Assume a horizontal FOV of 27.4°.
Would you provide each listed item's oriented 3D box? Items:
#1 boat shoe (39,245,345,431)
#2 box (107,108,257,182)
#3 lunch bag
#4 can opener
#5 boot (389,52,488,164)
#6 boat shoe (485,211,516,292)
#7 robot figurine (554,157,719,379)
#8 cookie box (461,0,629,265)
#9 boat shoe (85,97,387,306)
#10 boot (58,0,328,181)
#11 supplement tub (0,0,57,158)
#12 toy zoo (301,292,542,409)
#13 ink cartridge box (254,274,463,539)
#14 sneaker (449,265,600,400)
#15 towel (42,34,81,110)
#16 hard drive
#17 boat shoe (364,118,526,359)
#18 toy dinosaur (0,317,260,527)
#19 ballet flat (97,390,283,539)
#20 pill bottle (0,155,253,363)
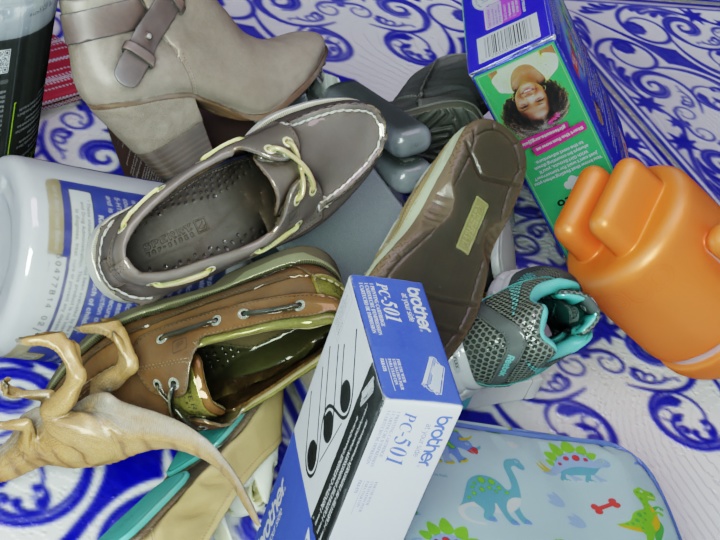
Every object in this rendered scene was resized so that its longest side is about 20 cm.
[{"bbox_3d":[-0.097,0.055,0.837,0.072,0.199,0.068,54,9,-33],"label":"boat shoe"},{"bbox_3d":[-0.115,-0.075,1.085,0.099,0.075,0.201,0,42,-26],"label":"box"},{"bbox_3d":[0.091,0.162,0.855,0.198,0.083,0.161,9,36,-21],"label":"lunch bag"},{"bbox_3d":[-0.017,-0.105,1.060,0.066,0.053,0.200,-20,32,-25],"label":"can opener"},{"bbox_3d":[0.034,-0.131,1.227,0.180,0.073,0.200,-3,25,8],"label":"boot"},{"bbox_3d":[0.087,-0.035,1.127,0.060,0.076,0.200,-6,21,9],"label":"boat shoe"},{"bbox_3d":[0.232,0.002,1.087,0.200,0.144,0.117,39,28,-23],"label":"robot figurine"},{"bbox_3d":[0.154,-0.135,1.193,0.075,0.201,0.172,-22,34,16],"label":"cookie box"},{"bbox_3d":[-0.061,-0.044,0.840,0.199,0.059,0.072,-29,97,-22],"label":"boat shoe"},{"bbox_3d":[-0.111,-0.162,0.999,0.070,0.147,0.200,2,37,41],"label":"boot"},{"bbox_3d":[-0.266,-0.118,0.953,0.122,0.201,0.123,12,34,-8],"label":"supplement tub"},{"bbox_3d":[0.039,0.047,1.041,0.199,0.021,0.131,-6,43,-33],"label":"toy zoo"},{"bbox_3d":[-0.006,0.110,0.778,0.044,0.201,0.094,7,37,-18],"label":"ink cartridge box"},{"bbox_3d":[0.120,0.036,0.971,0.200,0.091,0.078,-26,98,-60],"label":"sneaker"},{"bbox_3d":[-0.313,-0.182,1.171,0.200,0.023,0.144,38,37,20],"label":"towel"},{"bbox_3d":[0.000,0.000,0.952,0.200,0.033,0.140,52,35,-12],"label":"hard drive"},{"bbox_3d":[0.037,0.000,0.907,0.072,0.076,0.201,41,61,-15],"label":"boat shoe"},{"bbox_3d":[-0.138,0.082,0.803,0.198,0.107,0.060,-6,5,22],"label":"toy dinosaur"},{"bbox_3d":[-0.088,0.131,0.845,0.063,0.068,0.200,53,39,-10],"label":"ballet flat"},{"bbox_3d":[-0.137,0.003,0.919,0.199,0.120,0.120,9,35,-33],"label":"pill bottle"}]
